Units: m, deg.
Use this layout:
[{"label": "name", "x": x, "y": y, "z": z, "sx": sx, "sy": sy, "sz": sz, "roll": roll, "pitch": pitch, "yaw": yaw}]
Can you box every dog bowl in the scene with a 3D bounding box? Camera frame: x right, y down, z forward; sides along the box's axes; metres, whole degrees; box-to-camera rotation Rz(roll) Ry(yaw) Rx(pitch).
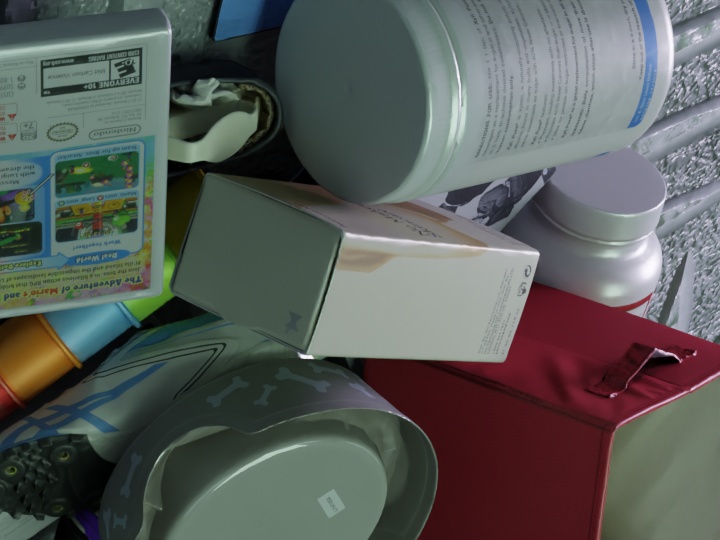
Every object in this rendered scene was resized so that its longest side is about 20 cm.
[{"label": "dog bowl", "x": -0.057, "y": 0.132, "z": 1.561, "sx": 0.199, "sy": 0.059, "sz": 0.201, "roll": -21, "pitch": 140, "yaw": -18}]

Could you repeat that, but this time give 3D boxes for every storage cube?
[{"label": "storage cube", "x": 0.113, "y": 0.123, "z": 1.686, "sx": 0.171, "sy": 0.179, "sz": 0.201, "roll": -21, "pitch": 122, "yaw": -50}]

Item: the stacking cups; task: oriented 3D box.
[{"label": "stacking cups", "x": -0.150, "y": 0.025, "z": 1.546, "sx": 0.200, "sy": 0.061, "sz": 0.061, "roll": -41, "pitch": 147, "yaw": -1}]

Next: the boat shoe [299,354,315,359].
[{"label": "boat shoe", "x": -0.050, "y": 0.116, "z": 1.649, "sx": 0.069, "sy": 0.070, "sz": 0.201, "roll": -58, "pitch": 141, "yaw": -43}]

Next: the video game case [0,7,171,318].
[{"label": "video game case", "x": -0.195, "y": -0.045, "z": 1.398, "sx": 0.199, "sy": 0.024, "sz": 0.183, "roll": -8, "pitch": 135, "yaw": -14}]

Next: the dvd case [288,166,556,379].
[{"label": "dvd case", "x": 0.035, "y": -0.050, "z": 1.665, "sx": 0.200, "sy": 0.025, "sz": 0.151, "roll": -46, "pitch": 139, "yaw": -24}]

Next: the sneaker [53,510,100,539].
[{"label": "sneaker", "x": -0.115, "y": 0.155, "z": 1.737, "sx": 0.200, "sy": 0.070, "sz": 0.100, "roll": 7, "pitch": 127, "yaw": -49}]

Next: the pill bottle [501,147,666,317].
[{"label": "pill bottle", "x": 0.133, "y": 0.018, "z": 1.827, "sx": 0.112, "sy": 0.112, "sz": 0.201, "roll": -17, "pitch": 136, "yaw": -38}]

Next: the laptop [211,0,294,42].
[{"label": "laptop", "x": 0.042, "y": -0.197, "z": 1.499, "sx": 0.187, "sy": 0.199, "sz": 0.117, "roll": -17, "pitch": 103, "yaw": -39}]

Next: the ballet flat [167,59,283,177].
[{"label": "ballet flat", "x": -0.121, "y": -0.072, "z": 1.478, "sx": 0.199, "sy": 0.073, "sz": 0.073, "roll": -16, "pitch": 136, "yaw": -39}]

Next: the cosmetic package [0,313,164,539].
[{"label": "cosmetic package", "x": -0.192, "y": 0.104, "z": 1.598, "sx": 0.200, "sy": 0.051, "sz": 0.083, "roll": -34, "pitch": 141, "yaw": -21}]

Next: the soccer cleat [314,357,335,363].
[{"label": "soccer cleat", "x": -0.031, "y": 0.019, "z": 1.684, "sx": 0.081, "sy": 0.067, "sz": 0.200, "roll": -46, "pitch": 145, "yaw": -4}]

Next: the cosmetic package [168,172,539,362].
[{"label": "cosmetic package", "x": 0.000, "y": 0.000, "z": 1.535, "sx": 0.200, "sy": 0.105, "sz": 0.071, "roll": 4, "pitch": 106, "yaw": -57}]

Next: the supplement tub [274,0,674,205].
[{"label": "supplement tub", "x": 0.066, "y": -0.115, "z": 1.552, "sx": 0.199, "sy": 0.132, "sz": 0.132, "roll": -13, "pitch": 134, "yaw": -41}]

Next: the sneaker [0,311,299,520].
[{"label": "sneaker", "x": -0.131, "y": 0.075, "z": 1.553, "sx": 0.199, "sy": 0.073, "sz": 0.072, "roll": -26, "pitch": 137, "yaw": -11}]
